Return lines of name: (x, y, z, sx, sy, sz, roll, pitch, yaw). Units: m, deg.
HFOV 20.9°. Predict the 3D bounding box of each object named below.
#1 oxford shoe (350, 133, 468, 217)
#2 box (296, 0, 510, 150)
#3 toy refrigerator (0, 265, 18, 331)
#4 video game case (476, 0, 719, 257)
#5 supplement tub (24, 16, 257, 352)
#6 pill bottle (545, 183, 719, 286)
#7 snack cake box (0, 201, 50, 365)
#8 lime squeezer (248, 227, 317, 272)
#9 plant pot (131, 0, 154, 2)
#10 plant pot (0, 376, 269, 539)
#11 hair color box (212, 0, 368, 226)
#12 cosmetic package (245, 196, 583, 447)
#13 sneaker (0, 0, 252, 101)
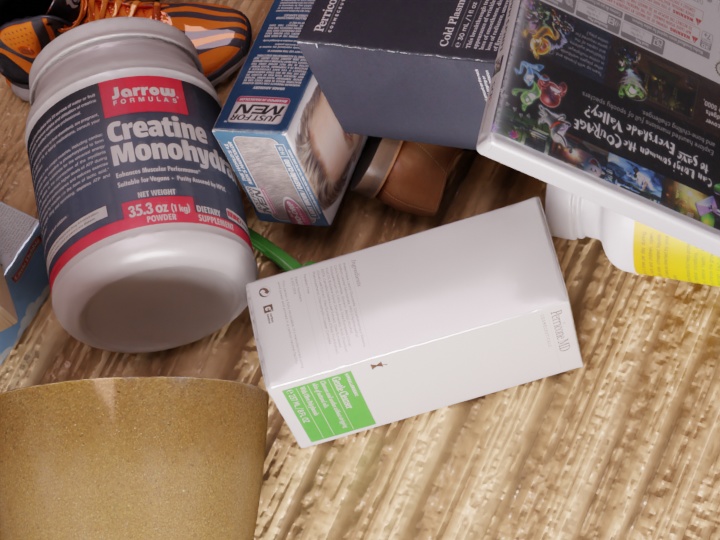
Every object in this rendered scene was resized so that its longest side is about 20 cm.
oxford shoe: (0.059, -0.123, 1.382, 0.071, 0.071, 0.201, 27, 66, -9)
box: (0.086, -0.188, 1.291, 0.181, 0.104, 0.201, 10, 62, 26)
toy refrigerator: (-0.303, -0.040, 1.331, 0.076, 0.070, 0.201, -27, 60, 4)
video game case: (0.176, -0.116, 1.184, 0.199, 0.023, 0.183, 22, 65, -17)
supplement tub: (-0.154, -0.058, 1.341, 0.140, 0.141, 0.201, -17, 61, 4)
pill bottle: (0.225, -0.043, 1.269, 0.199, 0.104, 0.105, 9, 65, 17)
snack cake box: (-0.309, 0.039, 1.367, 0.115, 0.067, 0.201, 24, 71, 21)
lime squeezer: (0.000, 0.000, 1.344, 0.199, 0.038, 0.071, 1, 32, 14)
plant pot: (-0.230, -0.316, 1.465, 0.199, 0.183, 0.201, -5, 62, 10)
plant pot: (-0.146, 0.181, 1.210, 0.185, 0.186, 0.201, -5, 76, 10)
hair color box: (-0.027, -0.139, 1.357, 0.060, 0.100, 0.201, 6, 55, 26)
cosmetic package: (0.037, 0.035, 1.270, 0.199, 0.108, 0.085, -16, 61, 5)
sneaker: (-0.184, -0.176, 1.424, 0.199, 0.112, 0.078, -8, 62, 8)
